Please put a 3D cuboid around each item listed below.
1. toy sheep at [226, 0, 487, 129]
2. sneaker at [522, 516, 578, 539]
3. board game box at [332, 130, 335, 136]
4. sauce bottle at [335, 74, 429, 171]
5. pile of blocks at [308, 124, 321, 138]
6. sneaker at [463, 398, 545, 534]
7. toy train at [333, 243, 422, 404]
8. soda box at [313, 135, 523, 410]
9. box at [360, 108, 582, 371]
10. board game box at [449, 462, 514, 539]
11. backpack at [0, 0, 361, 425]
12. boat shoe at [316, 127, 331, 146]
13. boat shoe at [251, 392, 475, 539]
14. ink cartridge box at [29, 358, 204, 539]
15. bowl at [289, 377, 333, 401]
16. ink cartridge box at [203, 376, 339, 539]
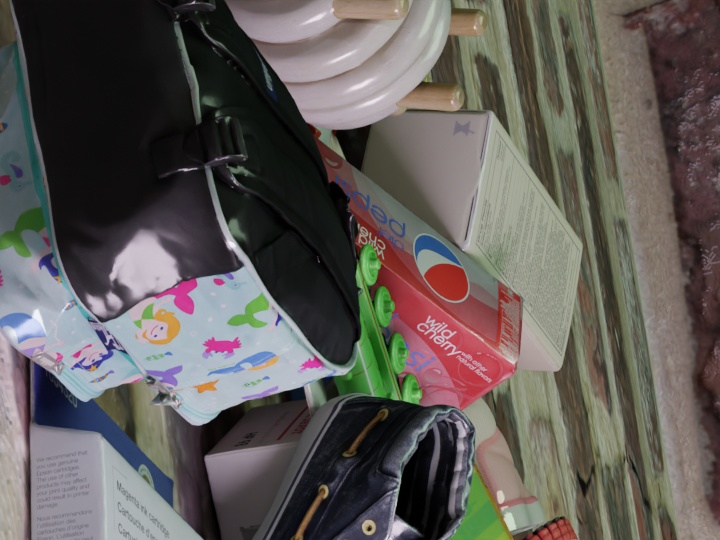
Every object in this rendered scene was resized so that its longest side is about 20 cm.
[{"bbox_3d":[-0.010,-0.138,1.528,0.200,0.137,0.138,59,24,-51],"label":"toy sheep"},{"bbox_3d":[0.098,0.218,1.761,0.082,0.078,0.200,54,35,11],"label":"sneaker"},{"bbox_3d":[-0.024,-0.210,1.899,0.200,0.046,0.152,64,21,-53],"label":"board game box"},{"bbox_3d":[0.013,-0.108,1.779,0.066,0.066,0.201,14,71,-77],"label":"sauce bottle"},{"bbox_3d":[-0.059,-0.106,1.624,0.082,0.062,0.200,-75,153,-63],"label":"pile of blocks"},{"bbox_3d":[0.064,0.127,1.784,0.200,0.075,0.105,67,-1,-82],"label":"sneaker"},{"bbox_3d":[0.008,0.071,1.531,0.056,0.042,0.200,-68,148,-49],"label":"toy train"},{"bbox_3d":[0.000,0.000,1.592,0.200,0.070,0.064,38,34,-25],"label":"soda box"},{"bbox_3d":[0.068,-0.017,1.731,0.200,0.078,0.095,51,47,-58],"label":"box"},{"bbox_3d":[0.035,0.156,1.638,0.200,0.095,0.030,64,6,19],"label":"board game box"},{"bbox_3d":[-0.082,-0.027,1.224,0.200,0.150,0.178,38,33,-59],"label":"backpack"},{"bbox_3d":[-0.035,-0.126,1.729,0.072,0.068,0.201,-20,100,-78],"label":"boat shoe"},{"bbox_3d":[-0.011,0.153,1.425,0.071,0.091,0.201,33,69,-33],"label":"boat shoe"},{"bbox_3d":[-0.099,0.153,1.288,0.196,0.043,0.201,56,28,-61],"label":"ink cartridge box"},{"bbox_3d":[-0.007,0.066,1.780,0.201,0.039,0.201,-10,90,-78],"label":"bowl"},{"bbox_3d":[-0.031,0.139,1.546,0.116,0.067,0.201,-43,123,-75],"label":"ink cartridge box"}]
